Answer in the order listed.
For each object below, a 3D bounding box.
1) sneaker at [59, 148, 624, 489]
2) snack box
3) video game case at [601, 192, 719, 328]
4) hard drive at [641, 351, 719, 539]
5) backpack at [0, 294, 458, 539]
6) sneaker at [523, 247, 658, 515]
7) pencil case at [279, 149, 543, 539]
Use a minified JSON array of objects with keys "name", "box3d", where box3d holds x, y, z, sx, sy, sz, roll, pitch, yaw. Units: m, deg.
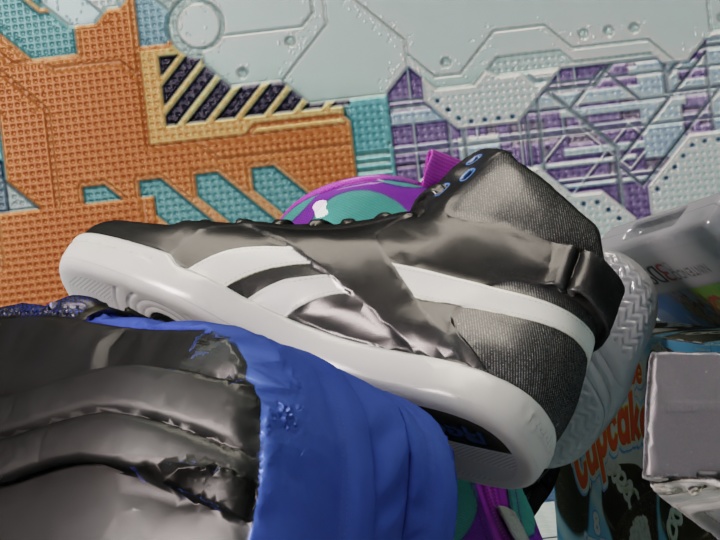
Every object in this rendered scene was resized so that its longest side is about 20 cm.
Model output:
[{"name":"sneaker","box3d":[0.000,0.000,0.895,0.199,0.073,0.112,19,59,25]},{"name":"snack box","box3d":[0.128,0.081,1.065,0.037,0.117,0.200,-5,2,-15]},{"name":"video game case","box3d":[0.193,0.047,1.033,0.022,0.200,0.182,-50,4,-8]},{"name":"hard drive","box3d":[0.163,0.059,0.677,0.139,0.038,0.200,0,-14,18]},{"name":"backpack","box3d":[-0.056,0.094,0.822,0.167,0.164,0.199,17,-14,-39]},{"name":"sneaker","box3d":[0.062,0.061,1.075,0.200,0.075,0.114,-53,-8,23]},{"name":"pencil case","box3d":[0.022,0.062,0.938,0.085,0.201,0.092,14,-40,-40]}]
